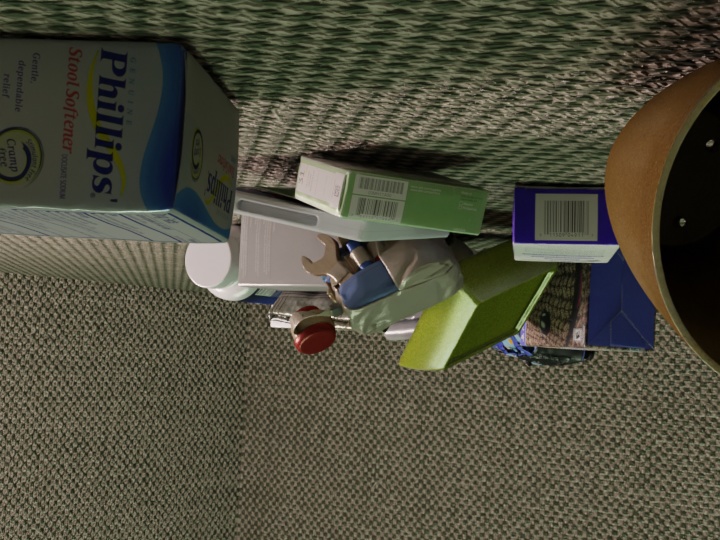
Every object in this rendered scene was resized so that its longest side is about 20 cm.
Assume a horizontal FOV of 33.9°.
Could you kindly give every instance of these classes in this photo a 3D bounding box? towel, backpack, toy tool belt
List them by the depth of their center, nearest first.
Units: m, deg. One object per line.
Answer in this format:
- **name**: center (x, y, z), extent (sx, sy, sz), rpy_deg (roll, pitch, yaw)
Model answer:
- **toy tool belt**: center (0.003, 0.001, 1.289), extent (0.200, 0.123, 0.125), rpy_deg (-24, 147, -2)
- **towel**: center (0.000, 0.000, 1.487), extent (0.200, 0.035, 0.193), rpy_deg (4, -138, 40)
- **backpack**: center (0.253, 0.051, 1.743), extent (0.134, 0.183, 0.200), rpy_deg (6, 172, -14)

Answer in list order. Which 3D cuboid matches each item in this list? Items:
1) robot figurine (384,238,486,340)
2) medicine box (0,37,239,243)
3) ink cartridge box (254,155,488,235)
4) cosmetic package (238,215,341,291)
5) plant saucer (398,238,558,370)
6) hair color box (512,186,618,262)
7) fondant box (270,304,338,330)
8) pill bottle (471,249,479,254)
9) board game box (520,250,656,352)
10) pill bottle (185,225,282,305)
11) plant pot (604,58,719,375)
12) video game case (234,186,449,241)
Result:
- **robot figurine**: center (0.077, 0.018, 1.561), extent (0.200, 0.170, 0.113), rpy_deg (-15, 143, 40)
- **medicine box**: center (-0.193, -0.079, 0.769), extent (0.200, 0.103, 0.182), rpy_deg (2, 176, 4)
- **ink cartridge box**: center (0.005, -0.077, 1.101), extent (0.145, 0.048, 0.200), rpy_deg (5, -169, -28)
- **cosmetic package**: center (-0.051, -0.028, 1.427), extent (0.200, 0.107, 0.090), rpy_deg (2, 176, 37)
- **plant saucer**: center (0.161, 0.044, 1.480), extent (0.199, 0.048, 0.200), rpy_deg (-22, 150, -33)
- **hair color box**: center (0.218, -0.047, 1.262), extent (0.109, 0.065, 0.200), rpy_deg (2, 174, 8)
- **fondant box**: center (-0.043, 0.021, 1.844), extent (0.200, 0.145, 0.058), rpy_deg (0, 175, 34)
- **pill bottle**: center (0.124, 0.015, 1.761), extent (0.116, 0.116, 0.200), rpy_deg (4, -174, -13)
- **board game box**: center (0.294, 0.023, 1.534), extent (0.097, 0.160, 0.200), rpy_deg (5, 175, -15)
- **pill bottle**: center (-0.168, -0.008, 1.751), extent (0.111, 0.111, 0.200), rpy_deg (1, 175, 29)
- **plant pot**: center (0.215, -0.042, 0.668), extent (0.186, 0.187, 0.200), rpy_deg (3, -170, -10)
- **video game case**: center (-0.031, -0.058, 1.163), extent (0.182, 0.023, 0.200), rpy_deg (13, -172, 26)
